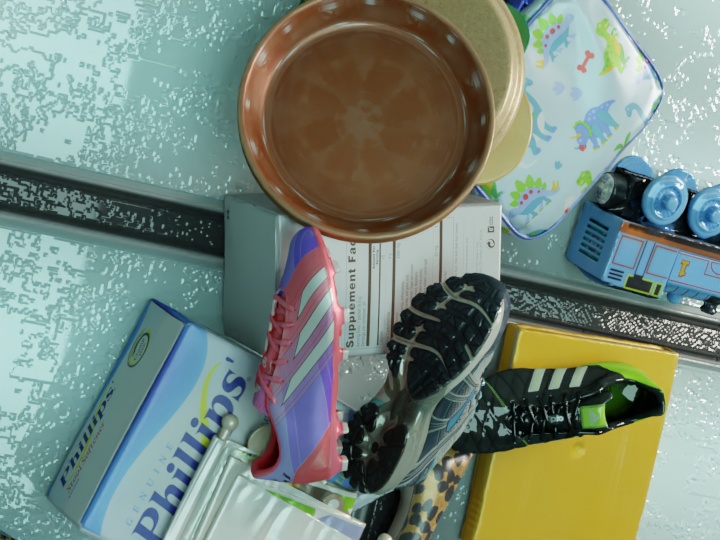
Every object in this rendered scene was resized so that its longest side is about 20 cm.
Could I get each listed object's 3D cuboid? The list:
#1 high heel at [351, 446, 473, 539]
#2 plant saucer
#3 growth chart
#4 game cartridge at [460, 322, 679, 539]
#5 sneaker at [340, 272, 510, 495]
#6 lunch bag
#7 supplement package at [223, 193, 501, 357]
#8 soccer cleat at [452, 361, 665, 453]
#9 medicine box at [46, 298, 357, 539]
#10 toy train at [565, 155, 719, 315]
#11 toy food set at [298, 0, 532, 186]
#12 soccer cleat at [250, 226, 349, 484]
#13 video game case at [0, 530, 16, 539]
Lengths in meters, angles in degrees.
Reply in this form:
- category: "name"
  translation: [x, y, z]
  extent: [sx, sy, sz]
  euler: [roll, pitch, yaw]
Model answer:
- category: "high heel"
  translation: [0.065, 0.248, 1.714]
  extent: [0.142, 0.071, 0.202]
  euler: [-24, 100, -12]
- category: "plant saucer"
  translation: [0.004, -0.117, 1.531]
  extent: [0.198, 0.032, 0.202]
  euler: [1, 74, -4]
- category: "growth chart"
  translation: [-0.064, 0.213, 1.566]
  extent: [0.200, 0.018, 0.145]
  euler: [38, 82, -26]
- category: "game cartridge"
  translation: [0.187, 0.157, 1.782]
  extent: [0.175, 0.032, 0.202]
  euler: [10, 98, -26]
- category: "sneaker"
  translation: [0.060, 0.087, 1.568]
  extent: [0.086, 0.078, 0.201]
  euler: [9, 119, -52]
- category: "lunch bag"
  translation: [0.147, -0.142, 1.676]
  extent: [0.200, 0.082, 0.161]
  euler: [-47, 115, -9]
- category: "supplement package"
  translation: [0.000, 0.000, 1.612]
  extent: [0.198, 0.121, 0.121]
  euler: [-3, 101, -24]
- category: "soccer cleat"
  translation: [0.168, 0.117, 1.702]
  extent: [0.198, 0.081, 0.068]
  euler: [-11, 105, -23]
- category: "medicine box"
  translation: [-0.118, 0.153, 1.596]
  extent: [0.199, 0.103, 0.183]
  euler: [29, 87, -27]
- category: "toy train"
  translation: [0.282, -0.028, 1.763]
  extent: [0.198, 0.087, 0.115]
  euler: [14, 103, -29]
- category: "toy food set"
  translation: [0.039, -0.163, 1.588]
  extent: [0.198, 0.049, 0.200]
  euler: [-4, 81, -2]
- category: "soccer cleat"
  translation: [-0.049, 0.068, 1.502]
  extent: [0.076, 0.067, 0.202]
  euler: [-5, 109, -10]
- category: "video game case"
  translation: [-0.211, 0.276, 1.532]
  extent: [0.199, 0.181, 0.046]
  euler: [37, 82, -26]
